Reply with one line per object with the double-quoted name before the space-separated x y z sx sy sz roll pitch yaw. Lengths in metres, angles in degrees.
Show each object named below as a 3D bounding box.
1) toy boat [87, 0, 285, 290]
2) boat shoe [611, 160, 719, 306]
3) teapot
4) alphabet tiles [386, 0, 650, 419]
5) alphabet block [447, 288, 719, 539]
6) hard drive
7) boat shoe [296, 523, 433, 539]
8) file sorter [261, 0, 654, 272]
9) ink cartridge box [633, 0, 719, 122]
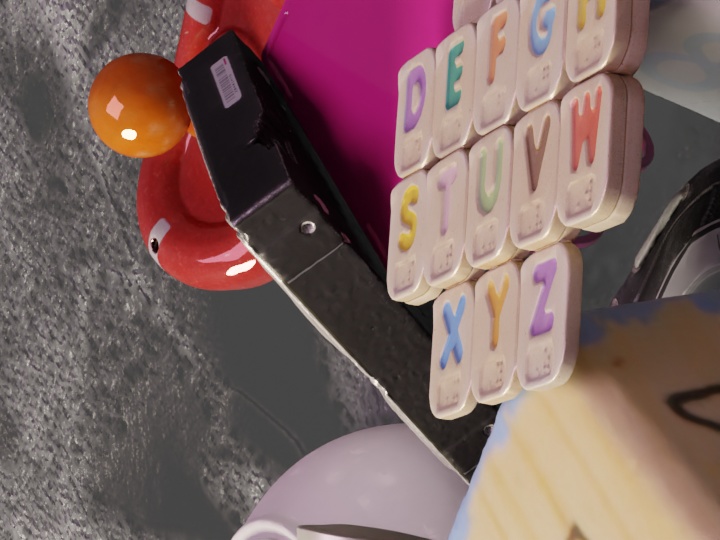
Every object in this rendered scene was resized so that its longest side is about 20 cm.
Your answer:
"toy boat" -0.075 -0.083 1.329 0.131 0.131 0.200 47 133 42
"boat shoe" 0.121 0.039 1.087 0.068 0.073 0.200 -100 18 -44
"teapot" -0.002 0.168 1.259 0.197 0.146 0.200 41 128 44
"alphabet tiles" 0.052 -0.049 0.957 0.200 0.015 0.196 155 122 -67
"alphabet block" 0.159 0.139 0.968 0.200 0.195 0.197 53 139 38
"hard drive" 0.000 0.000 1.172 0.038 0.200 0.140 -37 34 10
"boat shoe" 0.056 0.150 1.103 0.072 0.201 0.060 13 84 59
"file sorter" 0.070 -0.117 1.107 0.139 0.125 0.200 59 139 32
"ink cartridge box" 0.191 -0.089 0.899 0.200 0.160 0.047 -20 54 57
